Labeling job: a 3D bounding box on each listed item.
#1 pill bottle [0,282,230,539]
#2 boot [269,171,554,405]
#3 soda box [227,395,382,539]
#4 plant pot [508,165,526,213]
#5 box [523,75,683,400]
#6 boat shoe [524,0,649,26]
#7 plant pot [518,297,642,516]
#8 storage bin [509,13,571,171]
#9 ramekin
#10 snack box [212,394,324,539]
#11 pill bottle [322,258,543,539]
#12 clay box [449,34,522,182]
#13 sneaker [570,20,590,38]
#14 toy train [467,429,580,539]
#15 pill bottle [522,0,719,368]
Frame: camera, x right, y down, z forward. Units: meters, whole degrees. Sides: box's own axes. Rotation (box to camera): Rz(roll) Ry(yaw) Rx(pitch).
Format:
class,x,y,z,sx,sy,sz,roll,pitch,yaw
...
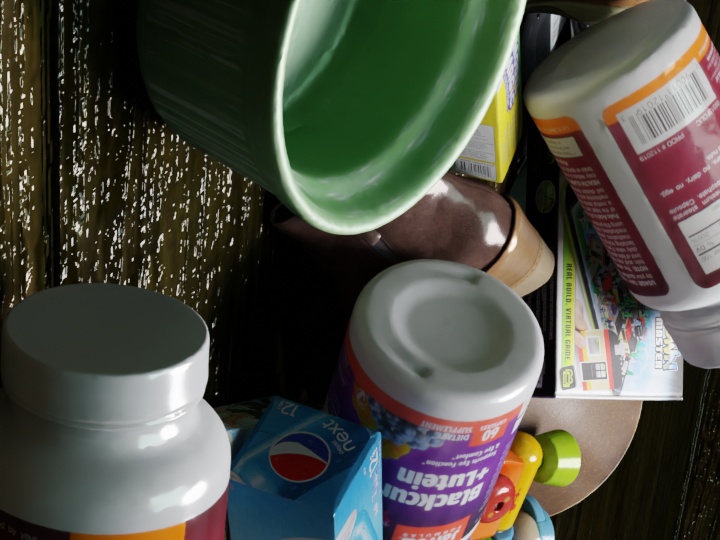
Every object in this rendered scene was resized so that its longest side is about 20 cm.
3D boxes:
class,x,y,z,sx,sy,sz,roll,pitch,yaw
pill bottle,-0.114,0.114,0.794,0.113,0.112,0.201,-43,144,-60
boot,0.000,0.000,1.116,0.166,0.200,0.073,32,35,-40
soda box,-0.029,0.167,1.055,0.201,0.067,0.064,88,25,-46
plant pot,0.193,-0.020,1.619,0.200,0.133,0.202,15,90,-72
box,0.155,-0.020,1.173,0.109,0.035,0.202,3,87,-34
boat shoe,0.100,-0.194,1.105,0.074,0.199,0.076,123,-41,-56
plant pot,0.076,0.057,1.290,0.200,0.186,0.188,41,64,-54
storage bin,0.093,-0.182,1.240,0.136,0.093,0.201,84,26,-50
ramekin,-0.013,-0.127,0.871,0.200,0.097,0.201,-38,141,-39
snack box,-0.076,0.136,1.061,0.200,0.037,0.117,-2,105,-72
pill bottle,0.030,0.100,1.091,0.112,0.111,0.201,-57,168,-45
clay box,0.029,-0.140,1.034,0.201,0.114,0.048,83,27,-52
sneaker,0.174,-0.157,1.262,0.092,0.075,0.201,-47,156,-71
toy train,0.097,0.120,1.204,0.115,0.085,0.201,-1,123,-38
pill bottle,0.190,-0.050,1.108,0.201,0.114,0.114,58,37,-18
